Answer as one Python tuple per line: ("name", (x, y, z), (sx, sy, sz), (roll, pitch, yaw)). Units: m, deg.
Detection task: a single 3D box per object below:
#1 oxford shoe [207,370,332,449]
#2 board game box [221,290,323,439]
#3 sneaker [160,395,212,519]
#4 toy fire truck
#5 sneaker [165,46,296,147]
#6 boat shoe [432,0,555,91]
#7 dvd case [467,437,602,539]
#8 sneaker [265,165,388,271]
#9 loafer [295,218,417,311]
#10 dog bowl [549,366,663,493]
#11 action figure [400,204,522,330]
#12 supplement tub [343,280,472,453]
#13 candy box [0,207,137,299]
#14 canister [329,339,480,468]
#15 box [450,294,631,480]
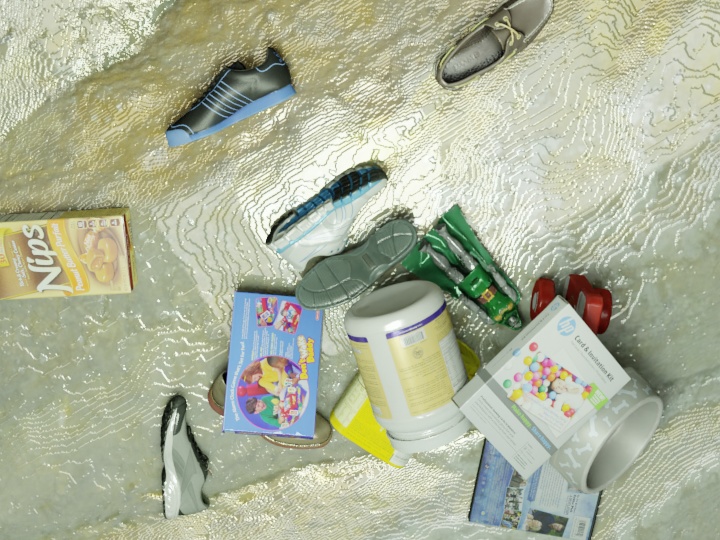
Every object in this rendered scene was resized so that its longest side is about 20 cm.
("oxford shoe", (-0.130, 0.208, 1.769), (0.197, 0.071, 0.075), (20, 145, -6))
("board game box", (-0.126, 0.138, 1.727), (0.132, 0.045, 0.203), (5, 78, -4))
("sneaker", (-0.266, 0.281, 1.810), (0.078, 0.074, 0.203), (-3, 112, -9))
("toy fire truck", (0.299, 0.108, 1.701), (0.110, 0.168, 0.203), (10, 106, -2))
("sneaker", (-0.191, -0.241, 1.662), (0.198, 0.070, 0.079), (-25, 100, 1))
("boat shoe", (0.187, -0.318, 1.638), (0.199, 0.060, 0.072), (-34, 102, 9))
("dvd case", (0.276, 0.339, 1.844), (0.197, 0.018, 0.145), (10, 105, -2))
("sneaker", (-0.035, -0.072, 1.712), (0.199, 0.075, 0.087), (-34, 116, 12))
("loafer", (0.000, 0.000, 1.718), (0.198, 0.063, 0.072), (-32, 76, 5))
("dog bowl", (0.362, 0.238, 1.728), (0.059, 0.199, 0.201), (41, 106, 32))
("action figure", (0.169, 0.017, 1.739), (0.200, 0.055, 0.118), (43, 99, -15))
("supplement tub", (0.070, 0.131, 1.631), (0.143, 0.146, 0.203), (-17, 106, 5))
("candy box", (-0.430, -0.024, 1.726), (0.197, 0.055, 0.117), (-3, 106, 1))
("canister", (0.062, 0.176, 1.765), (0.148, 0.087, 0.201), (33, 105, -7))
("box", (0.242, 0.158, 1.590), (0.200, 0.041, 0.156), (-43, 113, 0))
